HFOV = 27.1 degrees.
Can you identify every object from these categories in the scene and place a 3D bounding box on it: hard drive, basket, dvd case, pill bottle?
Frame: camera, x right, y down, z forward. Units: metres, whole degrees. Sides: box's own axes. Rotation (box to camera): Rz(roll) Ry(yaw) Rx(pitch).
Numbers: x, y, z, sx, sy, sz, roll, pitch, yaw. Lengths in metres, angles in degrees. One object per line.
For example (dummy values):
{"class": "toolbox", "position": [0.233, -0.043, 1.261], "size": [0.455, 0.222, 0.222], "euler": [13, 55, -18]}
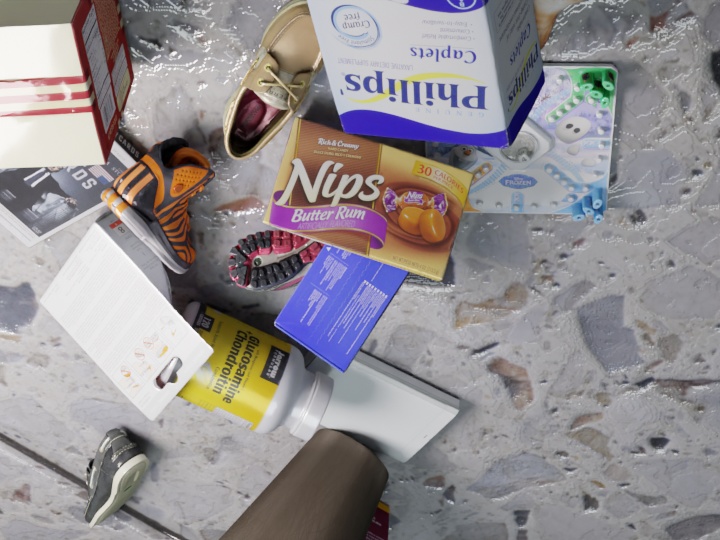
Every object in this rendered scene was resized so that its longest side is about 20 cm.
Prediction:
{"class": "hard drive", "position": [0.007, 0.164, 1.884], "size": [0.198, 0.026, 0.132], "euler": [26, 132, -19]}
{"class": "basket", "position": [-0.061, 0.314, 1.896], "size": [0.179, 0.201, 0.136], "euler": [33, 156, -1]}
{"class": "dvd case", "position": [-0.347, -0.114, 1.650], "size": [0.198, 0.025, 0.150], "euler": [-25, 128, 28]}
{"class": "pill bottle", "position": [-0.136, 0.126, 1.786], "size": [0.198, 0.113, 0.112], "euler": [25, 133, -8]}

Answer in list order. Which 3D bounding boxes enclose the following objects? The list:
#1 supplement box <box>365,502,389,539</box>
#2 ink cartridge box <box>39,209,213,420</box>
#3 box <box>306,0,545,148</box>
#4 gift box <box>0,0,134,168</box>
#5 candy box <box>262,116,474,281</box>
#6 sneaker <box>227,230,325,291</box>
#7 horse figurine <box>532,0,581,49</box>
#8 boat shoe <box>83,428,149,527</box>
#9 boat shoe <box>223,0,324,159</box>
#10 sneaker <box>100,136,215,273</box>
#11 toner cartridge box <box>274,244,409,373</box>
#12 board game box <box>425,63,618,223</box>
{"class": "supplement box", "position": [-0.029, 0.405, 1.999], "size": [0.085, 0.202, 0.110], "euler": [31, 130, -25]}
{"class": "ink cartridge box", "position": [-0.262, 0.052, 1.729], "size": [0.200, 0.050, 0.162], "euler": [45, 129, 2]}
{"class": "box", "position": [0.062, -0.227, 1.402], "size": [0.182, 0.106, 0.201], "euler": [8, 139, 25]}
{"class": "gift box", "position": [-0.334, -0.192, 1.455], "size": [0.184, 0.186, 0.202], "euler": [-1, 125, 6]}
{"class": "candy box", "position": [0.009, -0.075, 1.562], "size": [0.197, 0.118, 0.056], "euler": [18, 179, 2]}
{"class": "sneaker", "position": [-0.049, -0.026, 1.677], "size": [0.197, 0.082, 0.075], "euler": [-11, 170, 3]}
{"class": "horse figurine", "position": [0.173, -0.282, 1.408], "size": [0.132, 0.050, 0.199], "euler": [40, 130, -19]}
{"class": "boat shoe", "position": [-0.340, 0.282, 2.025], "size": [0.068, 0.072, 0.201], "euler": [46, 141, 12]}
{"class": "boat shoe", "position": [-0.082, -0.188, 1.516], "size": [0.073, 0.067, 0.201], "euler": [21, 133, -15]}
{"class": "sneaker", "position": [-0.198, -0.072, 1.637], "size": [0.112, 0.078, 0.200], "euler": [-45, 160, -4]}
{"class": "toner cartridge box", "position": [0.000, 0.000, 1.611], "size": [0.094, 0.043, 0.201], "euler": [34, 91, 2]}
{"class": "board game box", "position": [0.166, -0.130, 1.575], "size": [0.197, 0.026, 0.202], "euler": [2, 135, 6]}
